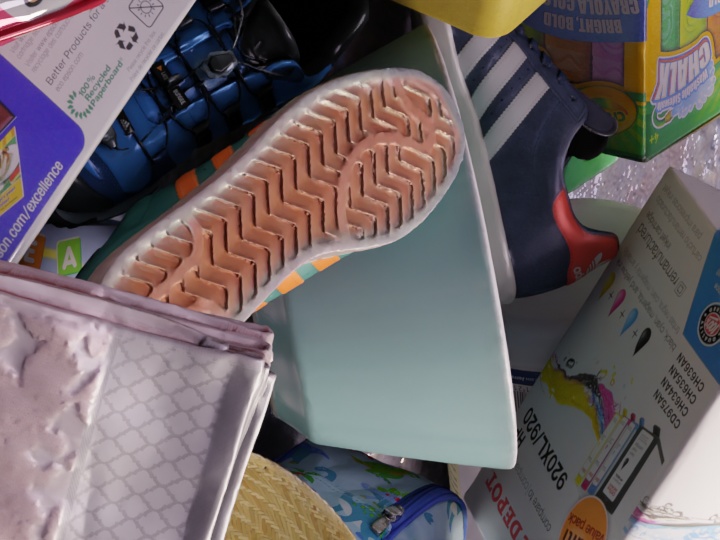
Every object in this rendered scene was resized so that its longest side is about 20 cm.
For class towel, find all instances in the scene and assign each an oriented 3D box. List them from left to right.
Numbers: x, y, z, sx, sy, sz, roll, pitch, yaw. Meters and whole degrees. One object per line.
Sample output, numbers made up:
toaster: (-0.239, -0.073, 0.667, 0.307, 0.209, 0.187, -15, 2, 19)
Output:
towel: (-0.143, 0.093, 0.953, 0.190, 0.032, 0.201, 13, 107, -13)

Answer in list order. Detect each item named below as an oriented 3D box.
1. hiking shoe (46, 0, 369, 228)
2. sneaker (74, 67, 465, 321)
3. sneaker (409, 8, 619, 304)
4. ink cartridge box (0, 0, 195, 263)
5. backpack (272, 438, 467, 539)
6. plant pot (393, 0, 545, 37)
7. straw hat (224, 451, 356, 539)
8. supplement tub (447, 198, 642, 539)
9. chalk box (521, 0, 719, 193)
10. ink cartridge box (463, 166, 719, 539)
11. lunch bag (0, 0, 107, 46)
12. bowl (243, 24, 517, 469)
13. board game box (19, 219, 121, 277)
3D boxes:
hiking shoe: (-0.072, -0.084, 1.089, 0.075, 0.086, 0.200, 56, 39, -4)
sneaker: (-0.047, -0.020, 1.070, 0.199, 0.080, 0.072, -34, 103, -32)
sneaker: (0.075, -0.087, 1.280, 0.075, 0.084, 0.202, 94, -15, -81)
ink cartridge box: (-0.172, -0.106, 0.967, 0.200, 0.043, 0.199, 43, 63, -23)
backpack: (-0.014, 0.184, 1.246, 0.200, 0.146, 0.184, -39, 145, -60)
plant pot: (0.045, -0.222, 1.155, 0.200, 0.199, 0.177, -42, 146, -40)
straw hat: (-0.093, 0.129, 1.038, 0.085, 0.199, 0.203, -114, -158, -68)
supplement tub: (0.114, 0.080, 1.412, 0.145, 0.144, 0.201, -40, 134, -42)
chalk box: (0.126, -0.135, 1.360, 0.124, 0.123, 0.201, -33, 129, -45)
ink cartridge box: (0.170, 0.088, 1.260, 0.144, 0.147, 0.201, 22, 110, -24)
lunch bag: (-0.155, -0.170, 0.901, 0.175, 0.082, 0.202, -24, 106, -33)
bowl: (0.000, 0.000, 1.199, 0.201, 0.104, 0.202, 168, -90, -87)
board game box: (-0.157, 0.078, 1.053, 0.151, 0.036, 0.202, 0, 97, -54)
